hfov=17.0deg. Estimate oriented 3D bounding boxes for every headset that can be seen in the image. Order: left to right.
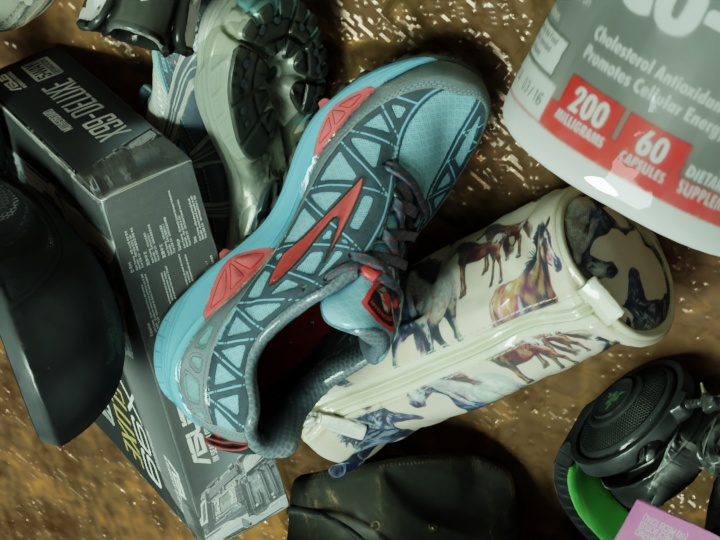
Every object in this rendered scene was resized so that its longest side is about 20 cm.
[{"bbox_3d":[0.150,0.098,1.086,0.123,0.094,0.200,30,146,7],"label":"headset"}]

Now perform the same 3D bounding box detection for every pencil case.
[{"bbox_3d":[0.047,0.028,1.088,0.199,0.090,0.078,-26,114,37],"label":"pencil case"}]

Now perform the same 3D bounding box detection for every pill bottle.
[{"bbox_3d":[0.143,-0.116,0.857,0.114,0.114,0.201,29,106,8],"label":"pill bottle"}]

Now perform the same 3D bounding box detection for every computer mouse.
[{"bbox_3d":[-0.144,-0.003,1.084,0.052,0.200,0.139,-19,128,-8],"label":"computer mouse"}]

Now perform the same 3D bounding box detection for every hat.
[{"bbox_3d":[0.025,0.128,1.188,0.199,0.081,0.201,4,171,1],"label":"hat"}]

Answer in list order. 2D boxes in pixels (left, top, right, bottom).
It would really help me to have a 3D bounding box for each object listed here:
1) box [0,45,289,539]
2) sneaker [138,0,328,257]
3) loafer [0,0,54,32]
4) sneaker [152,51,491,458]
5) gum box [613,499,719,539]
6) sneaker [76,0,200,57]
[{"bbox_3d":[-0.109,0.011,1.152,0.158,0.050,0.201,40,150,51],"label":"box"},{"bbox_3d":[-0.058,-0.055,1.121,0.086,0.077,0.201,31,138,34],"label":"sneaker"},{"bbox_3d":[-0.156,-0.177,1.074,0.072,0.063,0.200,32,135,4],"label":"loafer"},{"bbox_3d":[0.000,0.000,1.048,0.079,0.200,0.096,31,-172,-40],"label":"sneaker"},{"bbox_3d":[0.140,0.200,1.108,0.066,0.114,0.200,24,162,24],"label":"gum box"},{"bbox_3d":[-0.062,-0.153,0.971,0.075,0.116,0.201,13,152,-13],"label":"sneaker"}]
